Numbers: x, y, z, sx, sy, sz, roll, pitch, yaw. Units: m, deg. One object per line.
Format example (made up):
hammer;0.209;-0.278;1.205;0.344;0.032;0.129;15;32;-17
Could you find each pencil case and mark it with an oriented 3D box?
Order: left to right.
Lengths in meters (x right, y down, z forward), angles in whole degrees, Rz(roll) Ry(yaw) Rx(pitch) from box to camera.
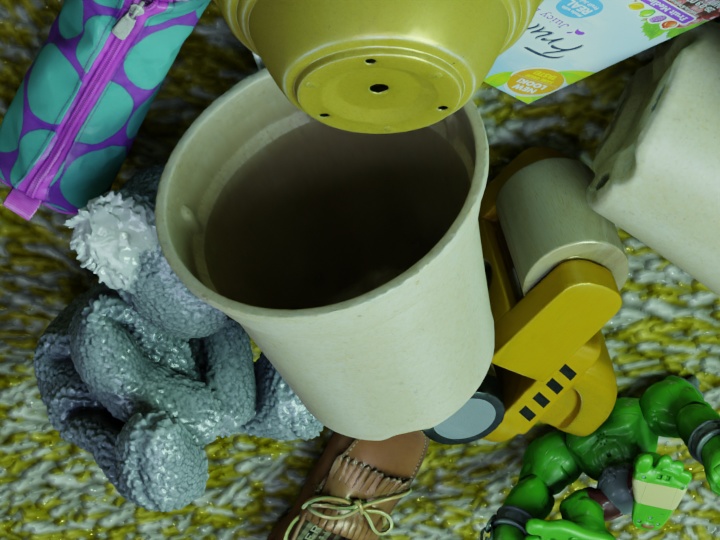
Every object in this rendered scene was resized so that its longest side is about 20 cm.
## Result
pencil case;-0.159;-0.126;1.420;0.085;0.093;0.200;28;127;-7

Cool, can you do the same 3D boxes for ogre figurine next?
ogre figurine;0.176;0.140;1.617;0.098;0.120;0.200;34;120;-19

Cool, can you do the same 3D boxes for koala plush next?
koala plush;-0.125;0.014;1.492;0.183;0.177;0.201;31;131;32

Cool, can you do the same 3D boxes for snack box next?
snack box;0.094;-0.183;1.328;0.168;0.068;0.200;-23;147;38

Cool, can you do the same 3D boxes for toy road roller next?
toy road roller;0.123;0.030;1.535;0.146;0.123;0.200;19;129;-32

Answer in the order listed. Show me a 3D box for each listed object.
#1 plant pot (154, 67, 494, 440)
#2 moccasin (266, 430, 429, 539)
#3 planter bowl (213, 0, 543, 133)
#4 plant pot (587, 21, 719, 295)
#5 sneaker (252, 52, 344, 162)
plant pot;0.000;0.000;1.395;0.200;0.201;0.184;-12;140;10
moccasin;-0.012;0.170;1.667;0.073;0.078;0.201;28;123;-21
planter bowl;0.010;-0.130;1.257;0.199;0.084;0.201;1;156;0
plant pot;0.248;-0.059;1.419;0.183;0.201;0.201;26;125;-7
sneaker;-0.022;-0.153;1.422;0.099;0.071;0.201;-19;124;2
